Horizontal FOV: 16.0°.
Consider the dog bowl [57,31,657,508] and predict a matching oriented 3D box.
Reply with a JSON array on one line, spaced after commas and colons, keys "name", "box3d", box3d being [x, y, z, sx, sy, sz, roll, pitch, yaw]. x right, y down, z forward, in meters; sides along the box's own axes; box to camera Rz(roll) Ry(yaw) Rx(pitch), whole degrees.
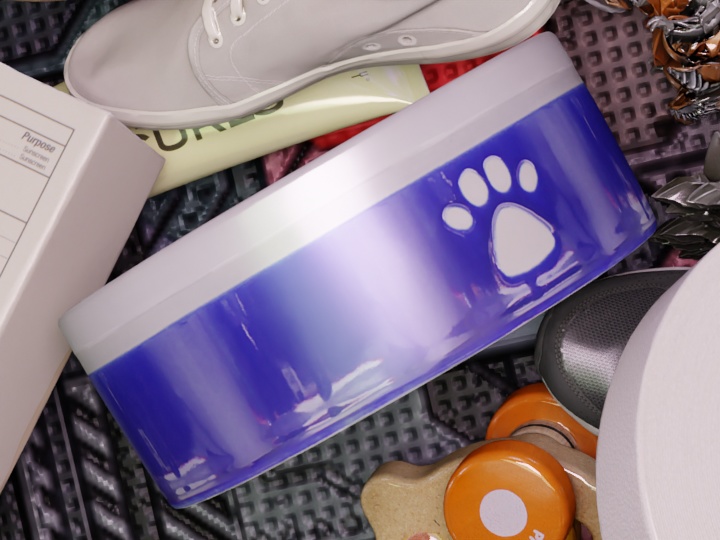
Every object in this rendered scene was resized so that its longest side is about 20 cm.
[{"name": "dog bowl", "box3d": [0.000, 0.000, 0.888, 0.200, 0.200, 0.079, -30, 91, 12]}]

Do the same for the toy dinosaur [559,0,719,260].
[{"name": "toy dinosaur", "box3d": [0.158, -0.070, 0.911, 0.200, 0.102, 0.136, 17, 81, 30]}]

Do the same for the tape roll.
[{"name": "tape roll", "box3d": [0.173, 0.073, 0.818, 0.202, 0.037, 0.203, 7, 67, -16]}]

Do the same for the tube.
[{"name": "tube", "box3d": [-0.076, -0.061, 0.975, 0.199, 0.052, 0.058, -22, 109, 9]}]

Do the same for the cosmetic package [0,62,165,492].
[{"name": "cosmetic package", "box3d": [-0.164, 0.021, 0.916, 0.103, 0.073, 0.200, 26, 84, 17]}]

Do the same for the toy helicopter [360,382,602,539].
[{"name": "toy helicopter", "box3d": [0.025, 0.138, 0.972, 0.200, 0.079, 0.133, -24, 99, 22]}]

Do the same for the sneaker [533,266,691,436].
[{"name": "sneaker", "box3d": [0.162, 0.039, 0.910, 0.199, 0.085, 0.075, 12, 82, 2]}]

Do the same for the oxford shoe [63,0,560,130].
[{"name": "oxford shoe", "box3d": [-0.025, -0.099, 0.909, 0.199, 0.058, 0.075, -10, 54, 29]}]
